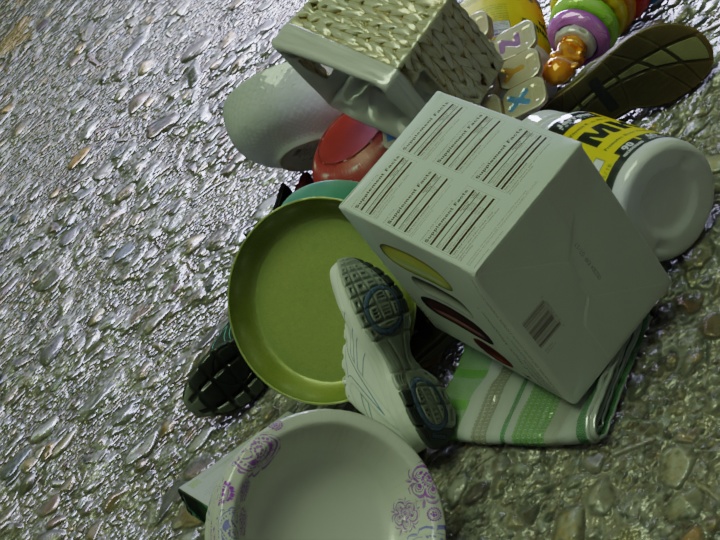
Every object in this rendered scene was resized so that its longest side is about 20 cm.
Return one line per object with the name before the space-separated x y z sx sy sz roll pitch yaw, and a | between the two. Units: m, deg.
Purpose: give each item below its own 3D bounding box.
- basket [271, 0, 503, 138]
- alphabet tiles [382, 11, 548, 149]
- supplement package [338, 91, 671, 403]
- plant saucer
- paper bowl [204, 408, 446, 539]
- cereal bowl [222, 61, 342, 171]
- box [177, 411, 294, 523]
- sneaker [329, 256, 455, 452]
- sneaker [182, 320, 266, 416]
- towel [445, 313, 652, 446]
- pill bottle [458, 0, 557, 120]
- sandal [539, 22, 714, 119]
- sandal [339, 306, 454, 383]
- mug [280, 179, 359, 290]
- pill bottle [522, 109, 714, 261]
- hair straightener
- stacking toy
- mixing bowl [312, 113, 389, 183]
basket | 0.030 -0.224 1.584 0.199 0.135 0.124 27 79 45
alphabet tiles | 0.103 -0.180 1.603 0.194 0.015 0.201 -25 50 26
supplement package | 0.125 -0.023 1.341 0.147 0.191 0.200 -49 38 -10
plant saucer | -0.035 0.029 1.495 0.199 0.201 0.031 -30 -8 19
paper bowl | -0.035 0.226 1.304 0.202 0.200 0.104 -59 6 -24
cereal bowl | -0.062 -0.175 1.830 0.199 0.199 0.084 -24 72 27
box | -0.067 0.209 1.459 0.144 0.037 0.199 -33 26 -24
sneaker | 0.011 0.084 1.427 0.087 0.074 0.202 -35 71 41
sneaker | -0.121 0.083 1.690 0.200 0.076 0.079 -45 18 -15
towel | 0.158 0.092 1.395 0.199 0.031 0.150 -6 47 45
pill bottle | 0.158 -0.228 1.693 0.112 0.113 0.201 -29 35 20
sandal | 0.268 -0.193 1.581 0.199 0.081 0.054 -32 11 25
sandal | 0.054 0.065 1.513 0.200 0.055 0.082 -40 52 9
mug | -0.010 -0.005 1.577 0.184 0.152 0.115 -20 41 32
pill bottle | 0.228 -0.087 1.448 0.114 0.114 0.200 -48 33 -9
hair straightener | -0.103 -0.035 1.813 0.076 0.041 0.201 -22 35 30
stacking toy | 0.239 -0.264 1.637 0.115 0.110 0.201 -11 39 40
mixing bowl | 0.019 -0.120 1.725 0.199 0.108 0.201 -29 34 22
